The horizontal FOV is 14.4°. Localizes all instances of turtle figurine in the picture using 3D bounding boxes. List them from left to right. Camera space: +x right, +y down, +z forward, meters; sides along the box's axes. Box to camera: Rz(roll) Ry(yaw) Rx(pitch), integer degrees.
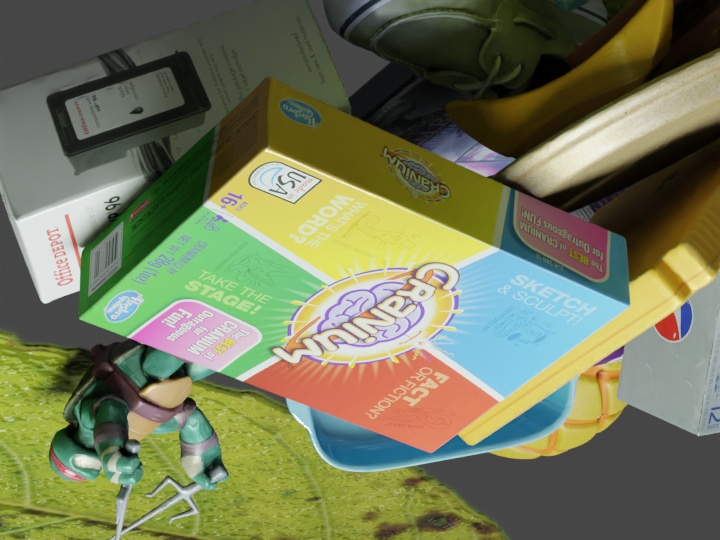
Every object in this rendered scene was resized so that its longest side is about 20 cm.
[{"bbox_3d":[-0.117,0.080,1.630,0.200,0.101,0.150,-46,169,20],"label":"turtle figurine"}]

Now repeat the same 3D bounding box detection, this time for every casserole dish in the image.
[{"bbox_3d":[0.041,0.053,1.717,0.200,0.121,0.039,-9,-173,-20],"label":"casserole dish"}]

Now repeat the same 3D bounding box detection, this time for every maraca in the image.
[{"bbox_3d":[0.139,0.043,1.822,0.200,0.107,0.137,-44,159,8],"label":"maraca"}]

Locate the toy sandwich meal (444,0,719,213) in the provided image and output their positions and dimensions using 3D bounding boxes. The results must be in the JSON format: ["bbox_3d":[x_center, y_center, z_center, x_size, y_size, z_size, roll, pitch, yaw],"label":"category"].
[{"bbox_3d":[0.128,-0.090,1.317,0.205,0.070,0.205,-27,173,-4],"label":"toy sandwich meal"}]

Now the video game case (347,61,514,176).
[{"bbox_3d":[0.067,-0.085,1.500,0.200,0.019,0.143,-5,156,-44],"label":"video game case"}]

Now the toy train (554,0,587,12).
[{"bbox_3d":[0.172,-0.188,1.277,0.200,0.056,0.150,-25,175,-2],"label":"toy train"}]

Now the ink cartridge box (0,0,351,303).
[{"bbox_3d":[-0.108,-0.049,1.313,0.200,0.068,0.116,-19,161,-6],"label":"ink cartridge box"}]

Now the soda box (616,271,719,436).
[{"bbox_3d":[0.202,-0.013,1.594,0.063,0.200,0.068,-7,-159,-40],"label":"soda box"}]

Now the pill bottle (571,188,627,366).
[{"bbox_3d":[0.125,0.002,1.663,0.200,0.112,0.112,-11,159,-32],"label":"pill bottle"}]

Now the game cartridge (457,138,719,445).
[{"bbox_3d":[0.141,-0.010,1.391,0.176,0.032,0.200,-37,-171,43],"label":"game cartridge"}]

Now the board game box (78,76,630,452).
[{"bbox_3d":[-0.003,0.003,1.281,0.200,0.040,0.153,22,138,-28],"label":"board game box"}]

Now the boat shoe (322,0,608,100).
[{"bbox_3d":[0.062,-0.112,1.342,0.072,0.062,0.200,-35,158,34],"label":"boat shoe"}]
